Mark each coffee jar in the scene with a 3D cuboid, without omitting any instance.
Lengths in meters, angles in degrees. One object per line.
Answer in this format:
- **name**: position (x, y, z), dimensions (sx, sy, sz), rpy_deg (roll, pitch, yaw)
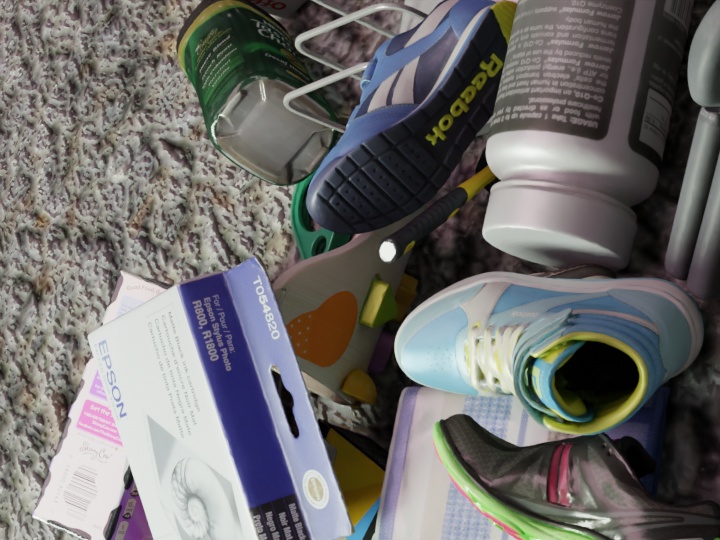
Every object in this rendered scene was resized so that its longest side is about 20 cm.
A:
- **coffee jar**: position (-0.090, -0.156, 1.621), dimensions (0.085, 0.104, 0.200), rpy_deg (-50, 30, 14)

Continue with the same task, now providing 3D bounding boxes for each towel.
- **towel**: position (0.098, 0.142, 1.233), dimensions (0.200, 0.024, 0.147), rpy_deg (-3, 68, 35)

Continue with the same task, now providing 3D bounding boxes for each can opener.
- **can opener**: position (0.209, -0.077, 1.146), dimensions (0.053, 0.066, 0.200), rpy_deg (-128, 37, -52)

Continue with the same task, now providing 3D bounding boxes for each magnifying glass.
- **magnifying glass**: position (-0.030, -0.010, 1.546), dimensions (0.080, 0.022, 0.200), rpy_deg (-28, 52, 45)

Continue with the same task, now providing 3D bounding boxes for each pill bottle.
- **pill bottle**: position (0.145, -0.107, 1.263), dimensions (0.114, 0.114, 0.200), rpy_deg (-3, 70, 55)

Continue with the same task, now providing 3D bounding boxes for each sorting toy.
- **sorting toy**: position (0.000, 0.000, 1.415), dimensions (0.180, 0.107, 0.200), rpy_deg (-60, 3, -7)

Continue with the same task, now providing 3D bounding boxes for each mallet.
- **mallet**: position (0.073, -0.059, 1.294), dimensions (0.041, 0.200, 0.066), rpy_deg (39, 122, 11)

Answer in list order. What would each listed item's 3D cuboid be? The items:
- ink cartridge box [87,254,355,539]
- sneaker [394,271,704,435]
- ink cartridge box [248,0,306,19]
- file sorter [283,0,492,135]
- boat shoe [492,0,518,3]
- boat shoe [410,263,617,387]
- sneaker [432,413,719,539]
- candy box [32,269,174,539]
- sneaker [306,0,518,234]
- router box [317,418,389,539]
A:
- **ink cartridge box**: position (-0.102, 0.109, 1.331), dimensions (0.200, 0.041, 0.200), rpy_deg (-27, 80, 53)
- **sneaker**: position (0.095, 0.052, 1.175), dimensions (0.200, 0.131, 0.080), rpy_deg (-8, 103, 26)
- **ink cartridge box**: position (-0.076, -0.306, 1.636), dimensions (0.200, 0.146, 0.084), rpy_deg (-38, 47, 51)
- **file sorter**: position (0.035, -0.206, 1.465), dimensions (0.139, 0.124, 0.200), rpy_deg (-15, 60, 51)
- **boat shoe**: position (0.156, -0.250, 1.377), dimensions (0.069, 0.071, 0.200), rpy_deg (17, 78, 31)
- **boat shoe**: position (0.094, 0.038, 1.301), dimensions (0.200, 0.067, 0.057), rpy_deg (-42, 46, 40)
- **sneaker**: position (0.131, 0.132, 1.159), dimensions (0.200, 0.077, 0.084), rpy_deg (26, 78, 31)
- **candy box**: position (-0.151, 0.115, 1.510), dimensions (0.071, 0.168, 0.200), rpy_deg (18, 87, 25)
- **sneaker**: position (0.033, -0.108, 1.330), dimensions (0.200, 0.074, 0.082), rpy_deg (-47, 40, -8)
- **router box**: position (-0.021, 0.224, 1.375), dimensions (0.149, 0.051, 0.200), rpy_deg (32, 99, 59)
